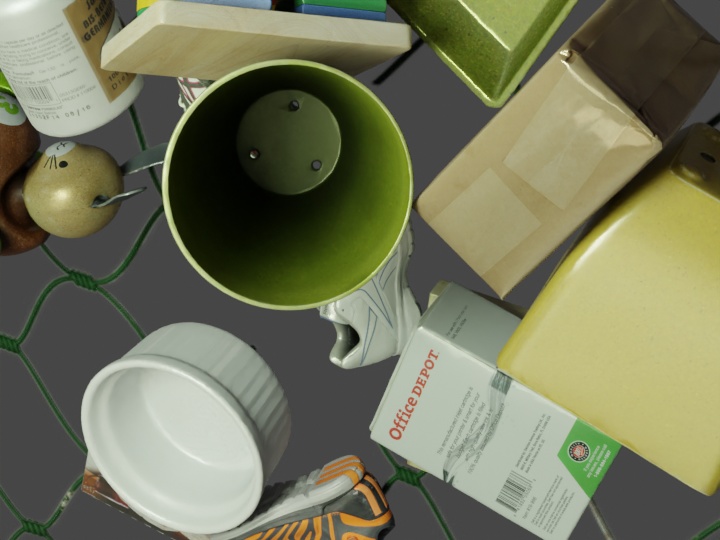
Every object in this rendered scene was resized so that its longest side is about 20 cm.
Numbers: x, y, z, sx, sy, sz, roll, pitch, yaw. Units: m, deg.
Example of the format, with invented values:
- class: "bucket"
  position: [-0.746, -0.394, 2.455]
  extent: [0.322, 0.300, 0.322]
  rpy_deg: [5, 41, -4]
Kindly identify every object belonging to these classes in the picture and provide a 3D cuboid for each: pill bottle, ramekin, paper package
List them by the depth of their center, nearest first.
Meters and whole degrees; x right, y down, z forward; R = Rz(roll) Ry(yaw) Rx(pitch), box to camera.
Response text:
- class: "paper package"
  position: [0.159, -0.104, 1.321]
  extent: [0.103, 0.191, 0.200]
  rpy_deg: [44, 129, 0]
- class: "pill bottle"
  position: [-0.270, -0.224, 1.498]
  extent: [0.113, 0.115, 0.201]
  rpy_deg: [1, 135, 27]
- class: "ramekin"
  position: [-0.164, 0.148, 1.718]
  extent: [0.199, 0.098, 0.202]
  rpy_deg: [14, 126, 20]

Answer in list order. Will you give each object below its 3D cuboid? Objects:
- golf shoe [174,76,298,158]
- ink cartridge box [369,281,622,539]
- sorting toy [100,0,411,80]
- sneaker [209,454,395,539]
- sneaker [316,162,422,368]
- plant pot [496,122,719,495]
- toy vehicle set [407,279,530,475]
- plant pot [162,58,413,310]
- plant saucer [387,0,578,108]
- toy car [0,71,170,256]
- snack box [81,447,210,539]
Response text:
- class: "golf shoe"
  position: [-0.138, -0.170, 1.517]
  extent: [0.088, 0.077, 0.201]
  rpy_deg: [-22, 105, 48]
- class: "ink cartridge box"
  position: [0.125, 0.123, 1.519]
  extent: [0.199, 0.083, 0.147]
  rpy_deg: [30, 129, 7]
- class: "sorting toy"
  position: [-0.086, -0.199, 1.377]
  extent: [0.200, 0.197, 0.070]
  rpy_deg: [171, 101, -69]
- class: "sneaker"
  position: [-0.053, 0.266, 1.741]
  extent: [0.199, 0.078, 0.113]
  rpy_deg: [-23, 107, 33]
- class: "sneaker"
  position: [0.000, 0.000, 1.531]
  extent: [0.074, 0.087, 0.202]
  rpy_deg: [24, 132, 51]
- class: "plant pot"
  position: [0.252, 0.008, 1.350]
  extent: [0.193, 0.196, 0.201]
  rpy_deg: [31, 123, 7]
- class: "toy vehicle set"
  position: [0.113, 0.114, 1.592]
  extent: [0.123, 0.027, 0.201]
  rpy_deg: [18, 126, 18]
- class: "plant pot"
  position: [-0.058, -0.086, 1.387]
  extent: [0.185, 0.200, 0.189]
  rpy_deg: [-1, 104, -3]
- class: "plant saucer"
  position: [0.095, -0.261, 1.328]
  extent: [0.200, 0.048, 0.200]
  rpy_deg: [47, 131, 13]
- class: "toy car"
  position: [-0.273, -0.091, 1.593]
  extent: [0.198, 0.165, 0.159]
  rpy_deg: [-2, 120, 18]
- class: "snack box"
  position: [-0.200, 0.244, 1.845]
  extent: [0.199, 0.024, 0.072]
  rpy_deg: [25, 127, 12]
